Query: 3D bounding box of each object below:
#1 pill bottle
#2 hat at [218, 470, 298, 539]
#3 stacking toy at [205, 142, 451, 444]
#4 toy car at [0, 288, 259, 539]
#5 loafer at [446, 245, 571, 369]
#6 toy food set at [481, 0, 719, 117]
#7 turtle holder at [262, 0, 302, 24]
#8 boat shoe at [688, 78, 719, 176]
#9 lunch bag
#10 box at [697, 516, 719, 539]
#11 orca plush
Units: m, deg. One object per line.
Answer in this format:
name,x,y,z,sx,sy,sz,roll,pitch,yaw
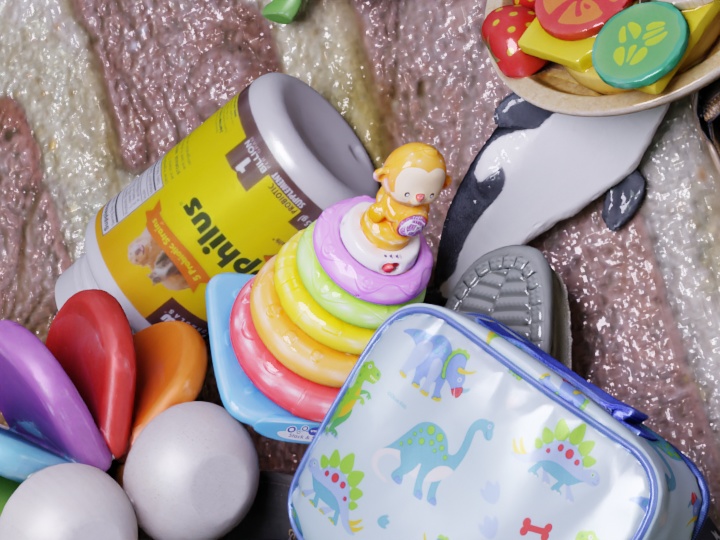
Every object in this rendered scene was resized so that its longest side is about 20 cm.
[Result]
pill bottle,-0.093,-0.023,1.209,0.200,0.109,0.110,-38,71,22
hat,-0.033,0.209,1.175,0.200,0.081,0.202,0,90,36
stacking toy,0.000,0.000,1.084,0.200,0.116,0.110,123,144,-45
toy car,-0.167,0.091,1.122,0.175,0.199,0.151,16,124,53
loafer,0.087,0.086,1.121,0.075,0.070,0.201,8,95,35
toy food set,0.155,-0.168,1.066,0.198,0.049,0.200,24,72,44
turtle holder,-0.051,-0.236,1.185,0.185,0.141,0.132,17,78,37
boat shoe,0.215,-0.098,1.067,0.072,0.072,0.201,-29,72,25
lunch bag,0.071,0.118,1.019,0.200,0.082,0.161,34,101,33
box,0.155,0.264,1.060,0.182,0.104,0.200,-40,70,19
orca plush,0.104,-0.056,1.148,0.105,0.071,0.201,20,113,-17
